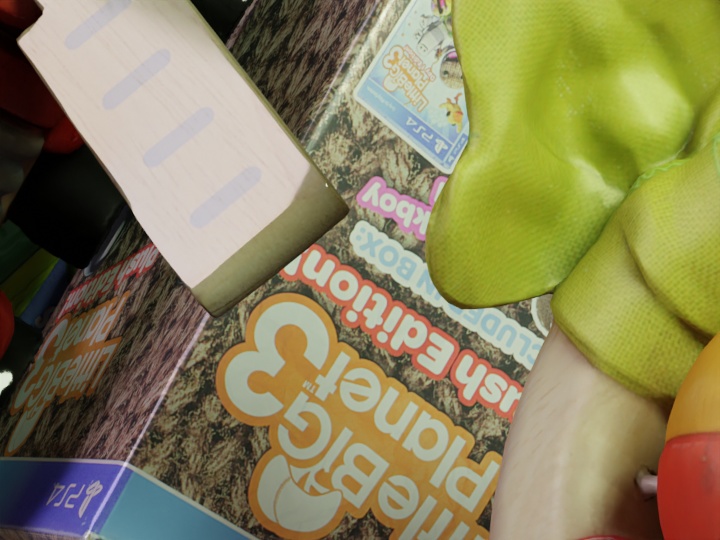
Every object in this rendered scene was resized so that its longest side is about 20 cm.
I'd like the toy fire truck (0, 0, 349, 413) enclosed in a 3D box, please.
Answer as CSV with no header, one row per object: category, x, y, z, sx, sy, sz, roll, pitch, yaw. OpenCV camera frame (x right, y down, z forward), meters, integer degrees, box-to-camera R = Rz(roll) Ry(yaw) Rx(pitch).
toy fire truck,-0.083,-0.020,0.639,0.176,0.128,0.200,-58,5,4

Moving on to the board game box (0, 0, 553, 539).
board game box,0.000,0.000,0.707,0.200,0.097,0.159,-62,16,-13

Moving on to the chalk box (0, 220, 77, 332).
chalk box,-0.135,0.006,0.825,0.200,0.125,0.124,-45,48,-11

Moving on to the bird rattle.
bird rattle,0.056,0.038,0.474,0.163,0.113,0.201,-8,54,50
